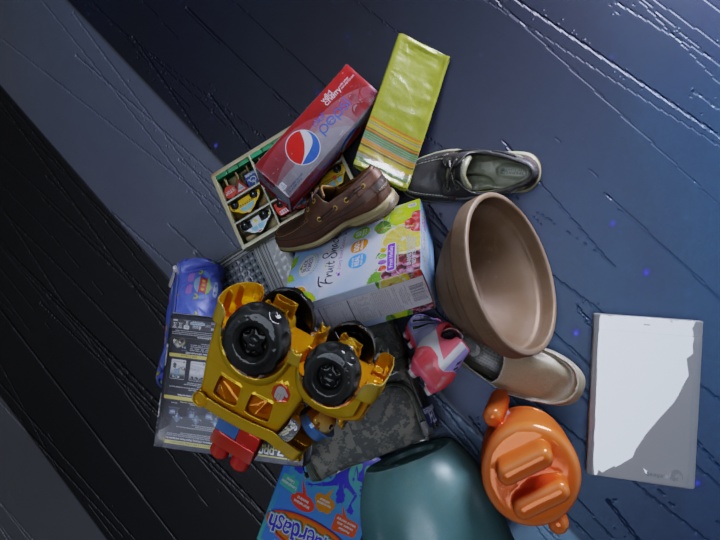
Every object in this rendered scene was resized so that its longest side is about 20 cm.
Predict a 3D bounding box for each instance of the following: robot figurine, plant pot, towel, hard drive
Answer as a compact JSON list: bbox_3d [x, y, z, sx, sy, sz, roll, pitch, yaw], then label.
[{"bbox_3d":[0.202,0.229,0.749,0.140,0.200,0.120,25,92,12],"label":"robot figurine"},{"bbox_3d":[0.160,0.014,0.785,0.091,0.197,0.207,-22,83,43],"label":"plant pot"},{"bbox_3d":[0.087,0.314,0.788,0.195,0.200,0.166,-22,81,16],"label":"plant pot"},{"bbox_3d":[0.059,-0.219,0.850,0.084,0.018,0.206,21,81,-13],"label":"towel"},{"bbox_3d":[0.360,0.163,0.790,0.127,0.026,0.208,3,90,17],"label":"hard drive"},{"bbox_3d":[-0.162,0.064,0.951,0.188,0.034,0.205,-26,83,16],"label":"towel"}]

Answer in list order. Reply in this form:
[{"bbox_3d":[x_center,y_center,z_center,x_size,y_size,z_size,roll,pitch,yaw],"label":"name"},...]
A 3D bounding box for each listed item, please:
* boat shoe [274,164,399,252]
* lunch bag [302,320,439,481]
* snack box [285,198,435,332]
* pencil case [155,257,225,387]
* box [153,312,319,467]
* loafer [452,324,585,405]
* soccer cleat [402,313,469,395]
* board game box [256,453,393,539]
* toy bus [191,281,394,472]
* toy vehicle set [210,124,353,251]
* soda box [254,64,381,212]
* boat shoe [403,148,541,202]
[{"bbox_3d":[-0.043,-0.086,0.852,0.195,0.073,0.069,-21,116,27],"label":"boat shoe"},{"bbox_3d":[-0.008,0.173,0.836,0.194,0.139,0.173,-21,85,1],"label":"lunch bag"},{"bbox_3d":[0.000,0.000,0.830,0.194,0.171,0.069,-19,122,17],"label":"snack box"},{"bbox_3d":[-0.243,0.075,0.885,0.077,0.086,0.206,-29,48,34],"label":"pencil case"},{"bbox_3d":[-0.149,0.144,0.764,0.192,0.049,0.168,4,82,10],"label":"box"},{"bbox_3d":[0.198,0.128,0.819,0.194,0.068,0.078,17,95,17],"label":"loafer"},{"bbox_3d":[0.099,0.091,0.788,0.076,0.200,0.067,-40,96,11],"label":"soccer cleat"},{"bbox_3d":[-0.052,0.335,0.908,0.148,0.045,0.206,22,96,16],"label":"board game box"},{"bbox_3d":[-0.082,0.135,0.674,0.195,0.136,0.197,24,99,7],"label":"toy bus"},{"bbox_3d":[-0.115,-0.134,0.923,0.196,0.026,0.127,-30,81,6],"label":"toy vehicle set"},{"bbox_3d":[-0.058,-0.185,0.867,0.070,0.064,0.201,39,78,6],"label":"soda box"},{"bbox_3d":[0.144,-0.133,0.838,0.194,0.066,0.075,0,92,18],"label":"boat shoe"}]
